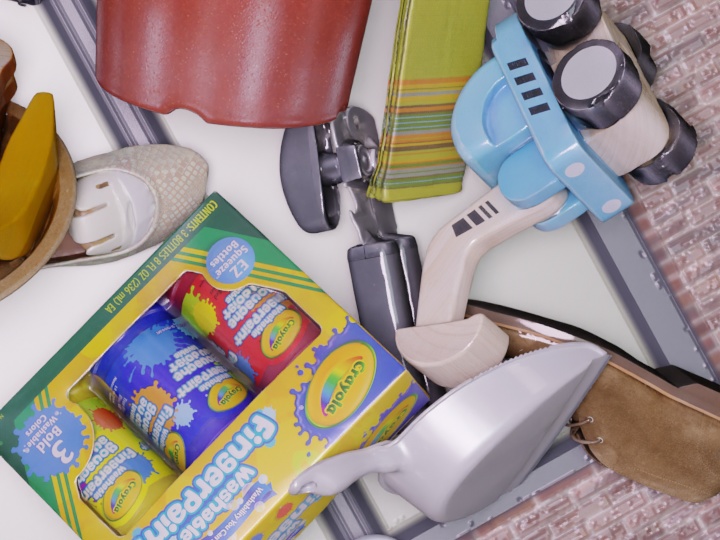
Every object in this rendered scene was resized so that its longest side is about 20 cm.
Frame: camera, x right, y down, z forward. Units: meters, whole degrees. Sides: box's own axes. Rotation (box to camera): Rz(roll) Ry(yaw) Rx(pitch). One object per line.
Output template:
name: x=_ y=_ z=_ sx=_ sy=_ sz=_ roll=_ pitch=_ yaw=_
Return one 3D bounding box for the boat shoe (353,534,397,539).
boat shoe: x=0.018 y=0.259 z=1.583 sx=0.071 sy=0.091 sz=0.200 roll=-2 pitch=90 yaw=-5

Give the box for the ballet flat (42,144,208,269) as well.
ballet flat: x=-0.182 y=-0.023 z=1.579 sx=0.200 sy=0.062 sz=0.067 roll=-16 pitch=110 yaw=-4

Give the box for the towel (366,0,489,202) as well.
towel: x=0.046 y=-0.140 z=1.579 sx=0.018 sy=0.086 sz=0.200 roll=16 pitch=104 yaw=33

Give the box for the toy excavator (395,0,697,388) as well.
toy excavator: x=0.093 y=-0.050 z=1.573 sx=0.200 sy=0.100 sz=0.195 roll=-33 pitch=52 yaw=16

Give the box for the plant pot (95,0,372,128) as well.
plant pot: x=-0.067 y=-0.193 z=1.525 sx=0.201 sy=0.201 sz=0.195 roll=7 pitch=108 yaw=-5

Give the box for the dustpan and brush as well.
dustpan and brush: x=0.041 y=0.104 z=1.534 sx=0.057 sy=0.140 sz=0.200 roll=46 pitch=43 yaw=17

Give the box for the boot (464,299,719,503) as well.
boot: x=0.140 y=0.077 z=1.610 sx=0.200 sy=0.074 sz=0.075 roll=25 pitch=97 yaw=-7

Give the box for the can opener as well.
can opener: x=0.000 y=0.000 z=1.612 sx=0.067 sy=0.053 sz=0.200 roll=-10 pitch=91 yaw=27

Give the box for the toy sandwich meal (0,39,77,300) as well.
toy sandwich meal: x=-0.254 y=-0.055 z=1.529 sx=0.205 sy=0.070 sz=0.205 roll=-3 pitch=49 yaw=4

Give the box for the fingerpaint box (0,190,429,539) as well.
fingerpaint box: x=-0.090 y=0.084 z=1.553 sx=0.200 sy=0.073 sz=0.167 roll=-45 pitch=69 yaw=-4

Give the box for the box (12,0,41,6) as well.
box: x=-0.266 y=-0.251 z=1.554 sx=0.200 sy=0.104 sz=0.148 roll=15 pitch=88 yaw=-5
